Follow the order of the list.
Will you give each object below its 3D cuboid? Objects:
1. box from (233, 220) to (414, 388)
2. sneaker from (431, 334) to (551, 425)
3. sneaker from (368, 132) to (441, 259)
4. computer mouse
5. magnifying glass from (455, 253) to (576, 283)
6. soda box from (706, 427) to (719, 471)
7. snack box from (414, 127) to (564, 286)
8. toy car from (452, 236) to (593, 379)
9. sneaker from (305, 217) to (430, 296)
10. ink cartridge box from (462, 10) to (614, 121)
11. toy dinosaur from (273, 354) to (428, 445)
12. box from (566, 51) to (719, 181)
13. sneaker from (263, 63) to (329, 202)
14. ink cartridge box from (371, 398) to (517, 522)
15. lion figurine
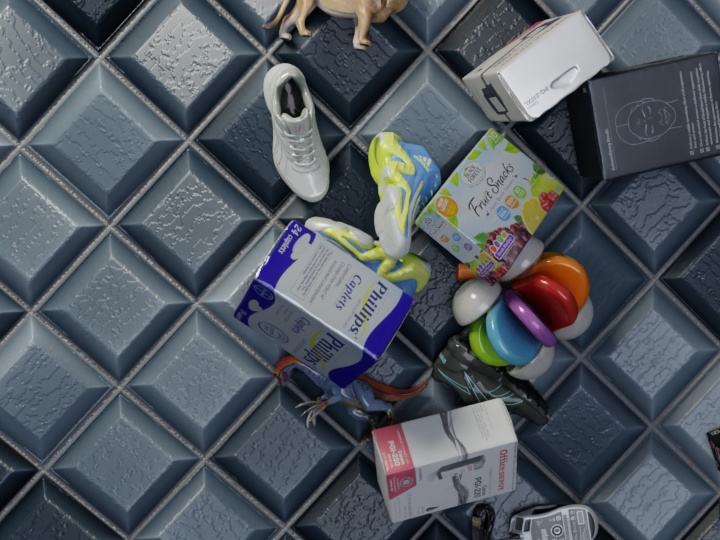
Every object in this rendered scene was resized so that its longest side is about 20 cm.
[{"bbox_3d":[-0.056,0.052,1.479,0.200,0.184,0.105,33,66,-4],"label":"box"},{"bbox_3d":[0.198,0.179,1.620,0.200,0.075,0.079,36,106,-5],"label":"sneaker"},{"bbox_3d":[0.074,-0.107,1.519,0.105,0.076,0.201,4,64,-21],"label":"sneaker"},{"bbox_3d":[0.270,0.408,1.671,0.199,0.044,0.110,-8,95,-1],"label":"computer mouse"},{"bbox_3d":[0.243,0.009,1.619,0.199,0.022,0.080,5,98,-8],"label":"magnifying glass"},{"bbox_3d":[0.658,0.258,1.691,0.199,0.063,0.071,-21,101,-5],"label":"soda box"},{"bbox_3d":[0.185,-0.093,1.513,0.142,0.053,0.200,38,52,1],"label":"snack box"},{"bbox_3d":[0.246,0.059,1.539,0.200,0.150,0.175,-45,102,-3],"label":"toy car"},{"bbox_3d":[0.000,0.000,1.548,0.199,0.076,0.105,22,95,-11],"label":"sneaker"},{"bbox_3d":[0.241,-0.279,1.485,0.145,0.200,0.084,-37,101,-2],"label":"ink cartridge box"},{"bbox_3d":[-0.033,0.176,1.596,0.182,0.105,0.200,49,56,-2],"label":"toy dinosaur"},{"bbox_3d":[0.419,-0.226,1.566,0.199,0.107,0.149,-12,100,-7],"label":"box"},{"bbox_3d":[-0.091,-0.191,1.502,0.078,0.099,0.201,-18,100,-5],"label":"sneaker"},{"bbox_3d":[0.126,0.281,1.578,0.199,0.085,0.146,-15,138,-7],"label":"ink cartridge box"},{"bbox_3d":[-0.032,-0.379,1.500,0.199,0.072,0.123,8,90,-5],"label":"lion figurine"}]
